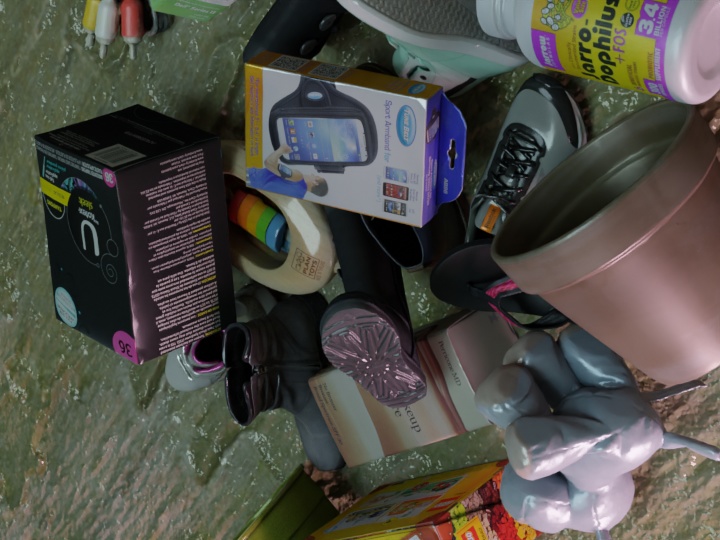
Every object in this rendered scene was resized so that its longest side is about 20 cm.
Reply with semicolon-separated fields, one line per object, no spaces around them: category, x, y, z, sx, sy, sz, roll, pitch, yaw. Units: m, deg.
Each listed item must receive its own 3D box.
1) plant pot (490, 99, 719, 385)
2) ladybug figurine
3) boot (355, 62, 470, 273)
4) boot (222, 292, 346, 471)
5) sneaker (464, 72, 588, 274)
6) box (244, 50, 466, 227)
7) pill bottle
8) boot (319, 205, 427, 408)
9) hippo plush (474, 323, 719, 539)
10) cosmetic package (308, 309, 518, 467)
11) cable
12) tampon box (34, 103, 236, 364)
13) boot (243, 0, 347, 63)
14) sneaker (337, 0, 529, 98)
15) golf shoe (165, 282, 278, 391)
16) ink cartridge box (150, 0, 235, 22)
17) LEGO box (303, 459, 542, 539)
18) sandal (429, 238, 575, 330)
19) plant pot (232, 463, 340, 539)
plant pot;0.235;-0.011;1.423;0.174;0.200;0.200;49;136;-13
ladybug figurine;-0.084;-0.056;1.735;0.200;0.072;0.136;37;131;23
boot;0.034;-0.091;1.593;0.075;0.097;0.201;-28;92;30
boot;-0.081;0.129;1.780;0.070;0.131;0.201;0;110;40
sneaker;0.139;-0.075;1.531;0.074;0.079;0.201;32;127;27
box;-0.006;-0.112;1.529;0.199;0.041;0.120;14;120;25
pill bottle;0.193;-0.202;1.405;0.199;0.104;0.105;19;121;34
boot;0.000;0.001;1.581;0.065;0.201;0.165;-16;144;12
hippo plush;0.197;0.149;1.575;0.199;0.160;0.161;-1;138;-3
cosmetic package;0.058;0.109;1.682;0.200;0.087;0.104;-25;92;44
cable;-0.240;-0.307;1.763;0.097;0.050;0.201;18;122;33
tampon box;-0.218;-0.037;1.726;0.150;0.126;0.201;23;124;45
boot;-0.052;-0.246;1.544;0.200;0.164;0.066;-43;73;43
sneaker;0.038;-0.196;1.496;0.118;0.200;0.074;-30;50;50
golf shoe;-0.163;0.080;1.856;0.075;0.091;0.200;54;136;4
ink cartridge box;-0.114;-0.322;1.607;0.200;0.067;0.118;-27;63;45
LEGO box;0.057;0.259;1.712;0.199;0.149;0.078;-18;98;44
sandal;0.157;0.022;1.524;0.199;0.045;0.075;10;130;6
plant pot;-0.056;0.339;1.837;0.193;0.200;0.200;41;133;1
